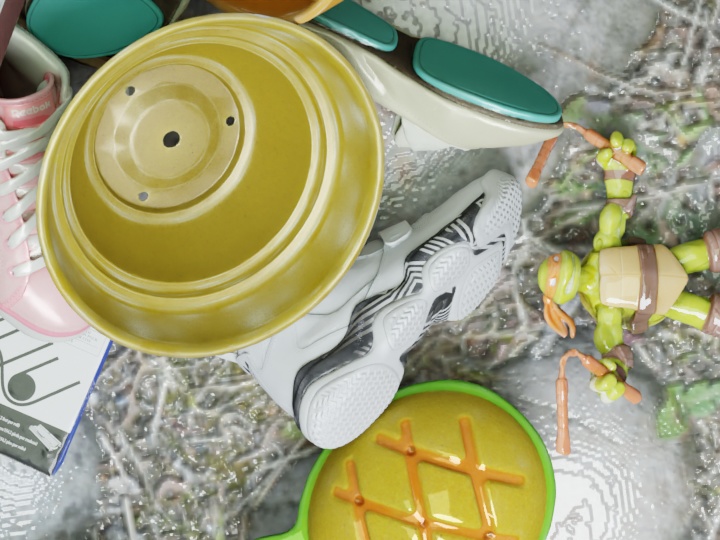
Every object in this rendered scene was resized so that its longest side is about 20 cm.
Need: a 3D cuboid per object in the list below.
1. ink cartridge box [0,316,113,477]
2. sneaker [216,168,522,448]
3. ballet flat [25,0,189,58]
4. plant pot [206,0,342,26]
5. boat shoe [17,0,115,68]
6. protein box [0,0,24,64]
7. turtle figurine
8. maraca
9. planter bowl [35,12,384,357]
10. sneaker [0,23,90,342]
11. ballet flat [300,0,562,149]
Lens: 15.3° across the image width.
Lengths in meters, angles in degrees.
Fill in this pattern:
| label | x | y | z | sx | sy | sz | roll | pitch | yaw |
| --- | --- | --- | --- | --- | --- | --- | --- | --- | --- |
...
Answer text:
| label | x | y | z | sx | sy | sz | roll | pitch | yaw |
| --- | --- | --- | --- | --- | --- | --- | --- | --- | --- |
| ink cartridge box | -0.252 | 0.037 | 1.573 | 0.199 | 0.044 | 0.094 | 23 | 94 | -1 |
| sneaker | 0.000 | 0.000 | 1.543 | 0.115 | 0.075 | 0.200 | 32 | 69 | 24 |
| ballet flat | -0.109 | -0.168 | 1.427 | 0.069 | 0.200 | 0.070 | 11 | 72 | -35 |
| plant pot | -0.013 | -0.259 | 1.456 | 0.183 | 0.200 | 0.201 | -32 | 95 | -34 |
| boat shoe | -0.218 | -0.180 | 1.536 | 0.199 | 0.070 | 0.071 | 25 | 93 | -5 |
| protein box | -0.298 | -0.155 | 1.414 | 0.198 | 0.135 | 0.201 | 12 | 73 | 23 |
| turtle figurine | 0.169 | 0.016 | 1.547 | 0.160 | 0.064 | 0.201 | 4 | 69 | -6 |
| maraca | 0.022 | 0.153 | 1.547 | 0.200 | 0.107 | 0.137 | -44 | 86 | 5 |
| planter bowl | -0.093 | -0.060 | 1.473 | 0.200 | 0.083 | 0.201 | -10 | 118 | -20 |
| sneaker | -0.191 | -0.054 | 1.495 | 0.075 | 0.105 | 0.201 | -27 | 97 | -28 |
| ballet flat | 0.018 | -0.109 | 1.542 | 0.199 | 0.069 | 0.070 | 27 | 96 | -1 |
